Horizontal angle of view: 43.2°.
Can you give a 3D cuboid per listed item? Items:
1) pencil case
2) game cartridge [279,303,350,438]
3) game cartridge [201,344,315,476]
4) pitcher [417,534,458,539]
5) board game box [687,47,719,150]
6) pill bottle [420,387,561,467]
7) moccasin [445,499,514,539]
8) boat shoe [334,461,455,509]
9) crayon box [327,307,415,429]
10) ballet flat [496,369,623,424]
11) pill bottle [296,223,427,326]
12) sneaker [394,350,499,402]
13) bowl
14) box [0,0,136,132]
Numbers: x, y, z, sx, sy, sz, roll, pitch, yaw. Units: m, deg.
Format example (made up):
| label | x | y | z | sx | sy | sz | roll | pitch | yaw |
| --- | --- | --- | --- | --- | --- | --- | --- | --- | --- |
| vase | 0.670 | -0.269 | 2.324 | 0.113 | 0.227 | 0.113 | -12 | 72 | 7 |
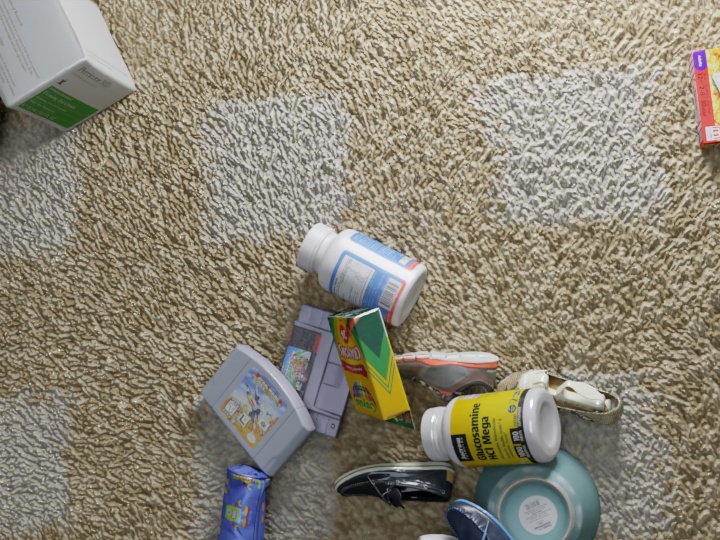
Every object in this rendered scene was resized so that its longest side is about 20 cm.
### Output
| label | x | y | z | sx | sy | sz | roll | pitch | yaw |
| --- | --- | --- | --- | --- | --- | --- | --- | --- | --- |
| pencil case | -0.194 | 0.428 | 1.517 | 0.087 | 0.078 | 0.201 | 2 | 84 | 37 |
| game cartridge | -0.071 | 0.168 | 1.542 | 0.129 | 0.038 | 0.201 | 16 | 88 | 10 |
| game cartridge | -0.172 | 0.228 | 1.532 | 0.200 | 0.041 | 0.133 | 46 | 113 | 20 |
| pitcher | 0.158 | 0.516 | 1.419 | 0.199 | 0.121 | 0.172 | 25 | 103 | 3 |
| board game box | 0.628 | -0.280 | 1.424 | 0.199 | 0.046 | 0.152 | -7 | 83 | 12 |
| pill bottle | 0.199 | 0.247 | 1.413 | 0.199 | 0.112 | 0.113 | -12 | 81 | 32 |
| moccasin | 0.197 | 0.426 | 1.345 | 0.200 | 0.068 | 0.081 | 43 | 137 | 22 |
| boat shoe | 0.055 | 0.351 | 1.470 | 0.199 | 0.075 | 0.063 | -5 | 58 | 8 |
| crayon box | 0.016 | 0.161 | 1.451 | 0.051 | 0.127 | 0.201 | -19 | 94 | -21 |
| ballet flat | 0.315 | 0.190 | 1.429 | 0.199 | 0.075 | 0.068 | 13 | 64 | 14 |
| pill bottle | 0.000 | 0.000 | 1.503 | 0.199 | 0.112 | 0.113 | 28 | 91 | 14 |
| sneaker | 0.125 | 0.174 | 1.477 | 0.199 | 0.077 | 0.082 | -1 | 90 | 13 |
| bowl | 0.270 | 0.371 | 1.407 | 0.200 | 0.105 | 0.202 | -1 | 84 | 13 |
| box | -0.546 | -0.387 | 1.621 | 0.171 | 0.199 | 0.201 | -29 | 80 | 8 |
